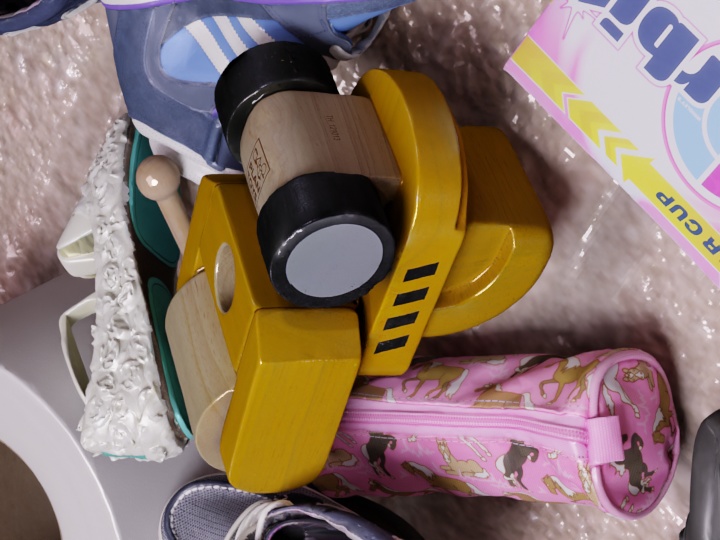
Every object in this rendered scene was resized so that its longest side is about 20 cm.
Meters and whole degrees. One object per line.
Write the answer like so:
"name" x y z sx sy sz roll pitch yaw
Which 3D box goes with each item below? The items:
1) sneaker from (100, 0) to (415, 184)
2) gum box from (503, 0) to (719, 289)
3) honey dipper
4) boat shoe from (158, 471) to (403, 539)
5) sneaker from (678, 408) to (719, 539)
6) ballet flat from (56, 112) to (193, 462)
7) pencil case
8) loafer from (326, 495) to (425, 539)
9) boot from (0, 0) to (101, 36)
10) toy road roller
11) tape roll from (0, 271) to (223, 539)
"sneaker" -0.031 -0.096 0.933 0.198 0.081 0.148 1 122 30
"gum box" 0.170 -0.062 0.788 0.200 0.066 0.114 47 130 11
"honey dipper" -0.069 0.024 0.994 0.038 0.038 0.201 2 128 37
"boat shoe" -0.037 0.129 0.907 0.199 0.075 0.093 14 160 37
"sneaker" 0.162 0.158 0.892 0.090 0.076 0.202 12 114 41
"ballet flat" -0.126 0.006 0.983 0.072 0.071 0.202 -39 48 42
"pencil case" 0.057 0.075 0.921 0.198 0.087 0.083 -1 125 39
"loafer" 0.015 0.180 0.943 0.200 0.071 0.073 41 110 30
"boot" -0.203 -0.158 1.019 0.199 0.090 0.073 -6 106 39
"toy road roller" 0.000 0.000 0.889 0.124 0.144 0.201 -110 31 -43
"tape roll" -0.161 0.111 1.075 0.201 0.139 0.205 17 120 31
